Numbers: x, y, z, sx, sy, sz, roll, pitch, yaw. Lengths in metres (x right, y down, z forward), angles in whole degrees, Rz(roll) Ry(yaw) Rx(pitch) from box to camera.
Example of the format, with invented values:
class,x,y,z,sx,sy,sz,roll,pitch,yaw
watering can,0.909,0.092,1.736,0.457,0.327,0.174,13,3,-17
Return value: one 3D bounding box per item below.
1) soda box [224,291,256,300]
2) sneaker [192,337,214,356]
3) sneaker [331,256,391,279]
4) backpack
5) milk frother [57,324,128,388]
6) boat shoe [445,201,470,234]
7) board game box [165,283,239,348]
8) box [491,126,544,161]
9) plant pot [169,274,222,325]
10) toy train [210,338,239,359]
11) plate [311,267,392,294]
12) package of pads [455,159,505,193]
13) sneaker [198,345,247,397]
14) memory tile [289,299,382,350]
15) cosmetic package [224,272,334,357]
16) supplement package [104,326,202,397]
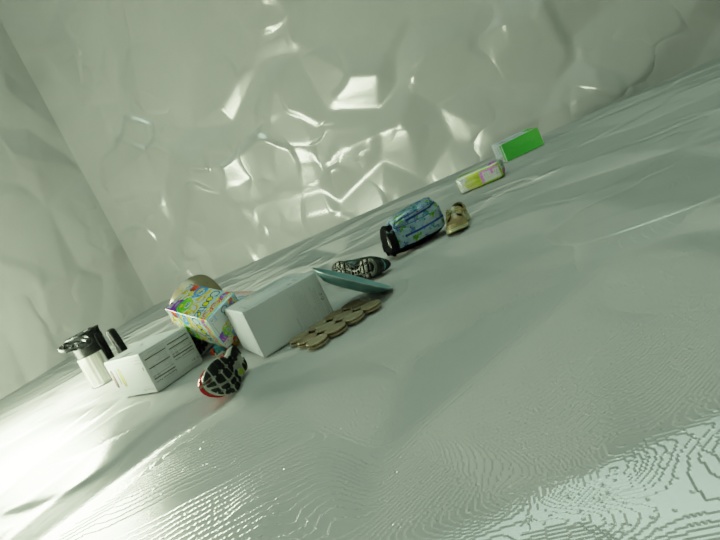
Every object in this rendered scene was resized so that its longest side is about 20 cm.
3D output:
class,x,y,z,sx,sy,sz,roll,pitch,yaw
soda box,-0.388,0.106,1.679,0.199,0.064,0.068,-3,31,39
sneaker,-0.439,0.202,1.578,0.199,0.079,0.089,-31,-13,3
sneaker,0.000,0.000,1.558,0.199,0.076,0.079,-6,7,44
backpack,0.161,-0.136,1.675,0.199,0.155,0.163,-13,3,-4
milk frother,-0.900,0.298,1.827,0.180,0.189,0.200,-21,11,26
boat shoe,0.284,-0.159,1.642,0.074,0.067,0.200,-22,11,19
board game box,-0.407,0.119,1.463,0.199,0.105,0.103,7,46,40
box,0.781,-0.624,2.731,0.199,0.097,0.177,-26,12,4
plant pot,-0.534,0.132,1.887,0.134,0.201,0.200,25,39,29
toy train,-0.319,0.165,1.479,0.199,0.056,0.150,-29,10,-21
plate,-0.022,0.028,1.300,0.199,0.026,0.200,14,2,0
package of pads,0.508,-0.399,2.317,0.199,0.069,0.155,-22,9,23
sneaker,-0.291,0.223,1.122,0.085,0.077,0.200,-35,2,6
memory tile,-0.055,0.117,1.205,0.199,0.017,0.153,-31,12,-27
cosmetic package,-0.203,0.102,1.339,0.199,0.124,0.199,-31,12,-23
supplement package,-0.559,0.248,1.479,0.199,0.111,0.156,-17,12,40
